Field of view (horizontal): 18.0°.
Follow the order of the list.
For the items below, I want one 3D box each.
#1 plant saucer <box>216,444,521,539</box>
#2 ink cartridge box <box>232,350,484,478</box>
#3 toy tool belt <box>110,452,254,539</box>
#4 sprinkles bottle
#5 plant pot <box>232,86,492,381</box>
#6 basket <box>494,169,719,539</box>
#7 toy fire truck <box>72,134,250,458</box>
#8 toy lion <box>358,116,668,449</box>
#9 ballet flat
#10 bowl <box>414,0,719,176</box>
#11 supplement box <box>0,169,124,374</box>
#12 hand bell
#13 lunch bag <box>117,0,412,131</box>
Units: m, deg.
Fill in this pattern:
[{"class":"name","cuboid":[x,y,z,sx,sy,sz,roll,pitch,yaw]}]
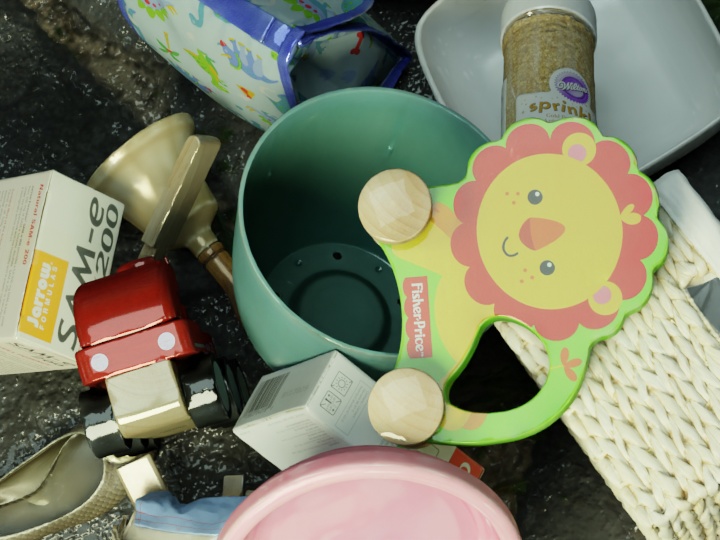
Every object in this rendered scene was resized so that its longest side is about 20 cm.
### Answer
[{"class":"plant saucer","cuboid":[0.003,0.182,1.432,0.199,0.201,0.051,-16,38,7]},{"class":"ink cartridge box","cuboid":[0.022,0.138,1.518,0.200,0.109,0.051,38,63,-17]},{"class":"toy tool belt","cuboid":[-0.075,0.186,1.562,0.198,0.125,0.124,-1,79,11]},{"class":"sprinkles bottle","cuboid":[0.127,-0.102,1.531,0.068,0.068,0.201,-5,50,11]},{"class":"plant pot","cuboid":[0.000,0.000,1.568,0.199,0.161,0.202,6,63,-11]},{"class":"basket","cuboid":[0.214,0.076,1.493,0.160,0.200,0.199,-36,67,1]},{"class":"toy fire truck","cuboid":[-0.137,0.015,1.565,0.128,0.176,0.202,-17,85,4]},{"class":"toy lion","cuboid":[0.098,0.007,1.416,0.190,0.069,0.202,-3,82,7]},{"class":"ballet flat","cuboid":[-0.235,0.162,1.644,0.199,0.046,0.068,-30,67,-1]},{"class":"bowl","cuboid":[0.158,-0.140,1.646,0.199,0.075,0.201,-29,69,1]},{"class":"supplement box","cuboid":[-0.270,0.008,1.646,0.199,0.073,0.127,-6,67,44]},{"class":"hand bell","cuboid":[-0.106,-0.006,1.665,0.104,0.104,0.200,-38,79,-2]},{"class":"lunch bag","cuboid":[-0.077,-0.177,1.637,0.169,0.200,0.128,31,94,21]}]
